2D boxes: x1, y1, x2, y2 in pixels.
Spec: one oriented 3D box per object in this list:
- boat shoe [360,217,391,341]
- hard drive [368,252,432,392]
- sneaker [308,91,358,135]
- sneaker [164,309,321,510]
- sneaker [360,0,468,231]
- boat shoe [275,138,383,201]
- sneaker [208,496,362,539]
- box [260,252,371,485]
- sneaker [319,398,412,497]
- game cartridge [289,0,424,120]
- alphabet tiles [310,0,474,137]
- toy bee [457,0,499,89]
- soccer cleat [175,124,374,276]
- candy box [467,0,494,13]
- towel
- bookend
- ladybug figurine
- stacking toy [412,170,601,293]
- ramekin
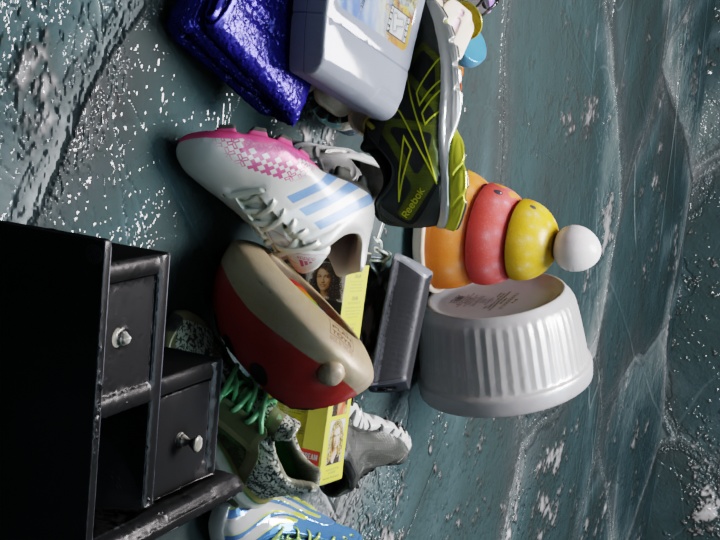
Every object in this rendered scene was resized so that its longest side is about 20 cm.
[{"bbox_3d":[0.000,0.000,1.237,0.073,0.061,0.202,63,41,-51],"label":"boat shoe"},{"bbox_3d":[0.040,0.055,1.303,0.200,0.042,0.137,51,50,-85],"label":"hard drive"},{"bbox_3d":[0.005,-0.215,1.178,0.086,0.077,0.203,51,58,-75],"label":"sneaker"},{"bbox_3d":[-0.087,0.105,1.019,0.201,0.087,0.077,61,39,-35],"label":"sneaker"},{"bbox_3d":[0.039,-0.130,1.080,0.074,0.083,0.204,143,-60,-82],"label":"sneaker"},{"bbox_3d":[-0.029,-0.077,1.135,0.200,0.064,0.075,-26,123,-62],"label":"boat shoe"},{"bbox_3d":[-0.052,0.227,1.147,0.200,0.104,0.077,43,59,-63],"label":"sneaker"},{"bbox_3d":[-0.044,0.078,1.153,0.050,0.074,0.203,-1,101,-64],"label":"box"},{"bbox_3d":[-0.012,0.176,1.280,0.200,0.066,0.092,38,67,-60],"label":"sneaker"},{"bbox_3d":[0.006,-0.231,1.014,0.133,0.041,0.203,22,79,-60],"label":"game cartridge"},{"bbox_3d":[0.010,-0.219,1.104,0.199,0.015,0.198,31,78,-33],"label":"alphabet tiles"},{"bbox_3d":[0.057,-0.220,1.243,0.108,0.131,0.201,38,26,-22],"label":"toy bee"},{"bbox_3d":[-0.058,-0.048,1.009,0.199,0.069,0.088,18,69,-46],"label":"soccer cleat"},{"bbox_3d":[0.098,-0.384,1.310,0.200,0.071,0.170,56,48,-59],"label":"candy box"},{"bbox_3d":[-0.057,-0.229,0.988,0.147,0.049,0.203,36,67,-46],"label":"towel"},{"bbox_3d":[-0.154,0.066,0.863,0.199,0.091,0.202,-13,110,-66],"label":"bookend"},{"bbox_3d":[-0.058,0.047,1.006,0.072,0.200,0.136,-48,115,1],"label":"ladybug figurine"},{"bbox_3d":[0.165,-0.036,1.436,0.146,0.197,0.149,10,90,-67],"label":"stacking toy"},{"bbox_3d":[0.155,0.075,1.472,0.200,0.197,0.107,-38,124,-58],"label":"ramekin"}]
